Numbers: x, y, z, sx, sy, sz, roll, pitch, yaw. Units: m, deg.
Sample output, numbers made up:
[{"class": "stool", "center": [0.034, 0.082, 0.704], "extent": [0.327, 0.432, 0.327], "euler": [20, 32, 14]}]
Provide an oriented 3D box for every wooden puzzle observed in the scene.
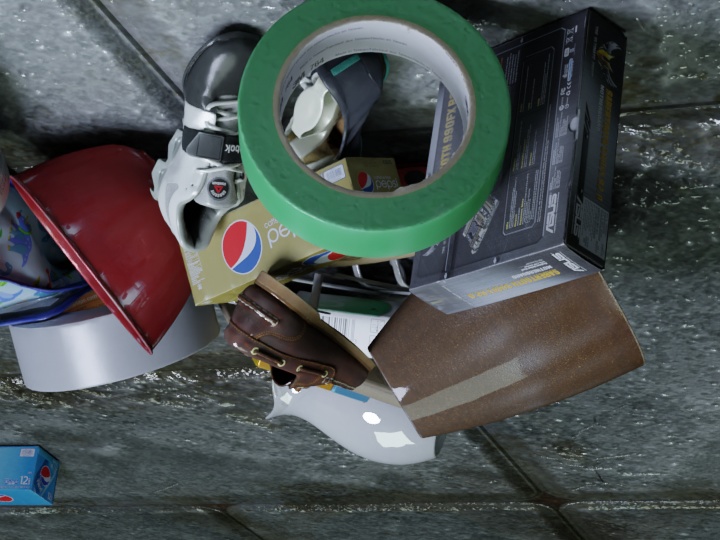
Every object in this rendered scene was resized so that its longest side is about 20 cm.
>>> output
[{"class": "wooden puzzle", "center": [-0.061, 0.072, 1.892], "extent": [0.184, 0.037, 0.200], "euler": [21, -166, -28]}]

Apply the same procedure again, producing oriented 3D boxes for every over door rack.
[{"class": "over door rack", "center": [0.000, 0.000, 1.735], "extent": [0.199, 0.067, 0.147], "euler": [-3, -177, -35]}]

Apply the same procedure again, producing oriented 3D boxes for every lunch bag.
[{"class": "lunch bag", "center": [-0.363, -0.007, 1.835], "extent": [0.169, 0.128, 0.200], "euler": [-9, 165, 28]}]

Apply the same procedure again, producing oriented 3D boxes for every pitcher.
[{"class": "pitcher", "center": [-0.004, 0.127, 2.040], "extent": [0.199, 0.122, 0.172], "euler": [15, 154, 12]}]

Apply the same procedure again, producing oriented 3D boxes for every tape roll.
[{"class": "tape roll", "center": [-0.241, 0.054, 1.858], "extent": [0.199, 0.067, 0.200], "euler": [-13, -168, 3]}, {"class": "tape roll", "center": [0.010, -0.110, 1.385], "extent": [0.199, 0.202, 0.048], "euler": [7, 156, 1]}]

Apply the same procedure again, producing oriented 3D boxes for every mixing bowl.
[{"class": "mixing bowl", "center": [-0.207, -0.037, 1.676], "extent": [0.200, 0.108, 0.200], "euler": [49, 170, 11]}]

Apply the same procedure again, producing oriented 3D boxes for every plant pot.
[{"class": "plant pot", "center": [0.114, 0.055, 1.645], "extent": [0.199, 0.187, 0.187], "euler": [-32, 151, 0]}]

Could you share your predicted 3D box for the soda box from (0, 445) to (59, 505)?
[{"class": "soda box", "center": [-0.516, 0.280, 2.581], "extent": [0.199, 0.065, 0.068], "euler": [-2, 155, 20]}]

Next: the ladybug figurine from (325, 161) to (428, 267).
[{"class": "ladybug figurine", "center": [0.014, -0.051, 1.645], "extent": [0.199, 0.072, 0.136], "euler": [-6, -168, 28]}]

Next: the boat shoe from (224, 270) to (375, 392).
[{"class": "boat shoe", "center": [-0.054, 0.065, 1.598], "extent": [0.070, 0.071, 0.200], "euler": [29, 174, 34]}]

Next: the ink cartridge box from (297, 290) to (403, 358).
[{"class": "ink cartridge box", "center": [0.020, 0.042, 1.866], "extent": [0.160, 0.050, 0.200], "euler": [6, -166, 6]}]

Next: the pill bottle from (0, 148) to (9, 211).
[{"class": "pill bottle", "center": [-0.367, -0.113, 1.593], "extent": [0.113, 0.115, 0.200], "euler": [6, 156, 3]}]

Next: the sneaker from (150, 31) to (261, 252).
[{"class": "sneaker", "center": [-0.112, -0.099, 1.528], "extent": [0.074, 0.089, 0.201], "euler": [-1, 136, -24]}]

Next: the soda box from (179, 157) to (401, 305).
[{"class": "soda box", "center": [-0.057, -0.031, 1.577], "extent": [0.199, 0.064, 0.068], "euler": [-22, 169, 37]}]

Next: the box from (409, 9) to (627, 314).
[{"class": "box", "center": [0.119, -0.079, 1.425], "extent": [0.048, 0.201, 0.158], "euler": [28, 148, -35]}]

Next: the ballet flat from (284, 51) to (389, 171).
[{"class": "ballet flat", "center": [-0.031, -0.121, 1.531], "extent": [0.072, 0.074, 0.200], "euler": [10, 153, -8]}]
